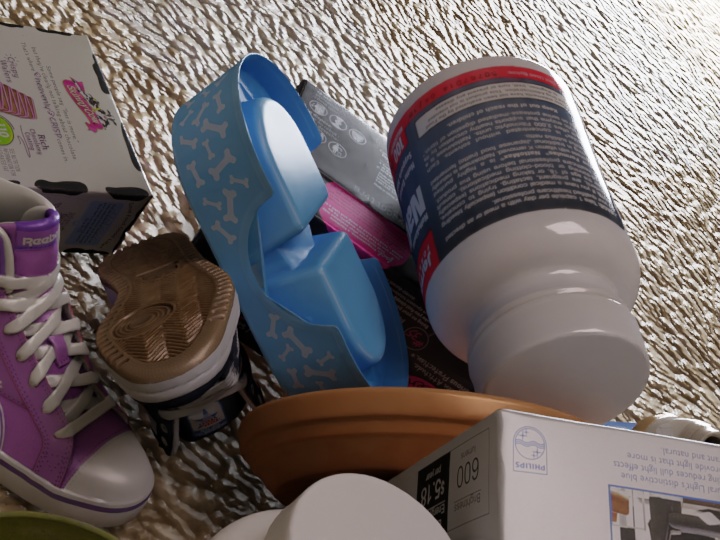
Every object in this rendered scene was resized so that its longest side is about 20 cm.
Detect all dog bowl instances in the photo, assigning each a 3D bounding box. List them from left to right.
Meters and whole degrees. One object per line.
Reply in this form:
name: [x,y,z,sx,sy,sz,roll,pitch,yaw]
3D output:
dog bowl: [-0.037,-0.014,0.729,0.200,0.050,0.111,66,18,-13]

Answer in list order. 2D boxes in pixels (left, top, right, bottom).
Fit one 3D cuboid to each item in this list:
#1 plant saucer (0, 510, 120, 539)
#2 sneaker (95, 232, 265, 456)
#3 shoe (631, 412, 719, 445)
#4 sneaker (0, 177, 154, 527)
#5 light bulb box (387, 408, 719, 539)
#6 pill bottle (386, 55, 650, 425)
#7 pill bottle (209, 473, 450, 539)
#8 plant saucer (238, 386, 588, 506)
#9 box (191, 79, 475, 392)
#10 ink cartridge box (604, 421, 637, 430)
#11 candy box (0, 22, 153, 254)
plant saucer: [-0.131,0.193,0.513,0.200,0.200,0.031,61,9,25]
sneaker: [-0.086,0.054,0.701,0.200,0.070,0.109,-130,-159,-70]
shoe: [0.154,0.173,0.721,0.070,0.053,0.200,19,79,-27]
sneaker: [-0.165,0.033,0.685,0.200,0.114,0.073,45,35,2]
light bulb box: [0.076,0.191,0.615,0.125,0.198,0.200,10,64,-17]
pill bottle: [0.088,-0.013,0.760,0.119,0.120,0.200,18,40,-29]
pill bottle: [-0.044,0.173,0.577,0.112,0.200,0.112,24,40,-22]
plant saucer: [0.033,0.109,0.731,0.200,0.200,0.038,18,65,-29]
box: [0.000,0.000,0.869,0.200,0.115,0.132,36,34,-9]
ink cartridge box: [0.178,0.157,0.865,0.200,0.076,0.136,10,19,-38]
candy box: [-0.235,-0.081,0.781,0.200,0.061,0.136,2,51,-40]
